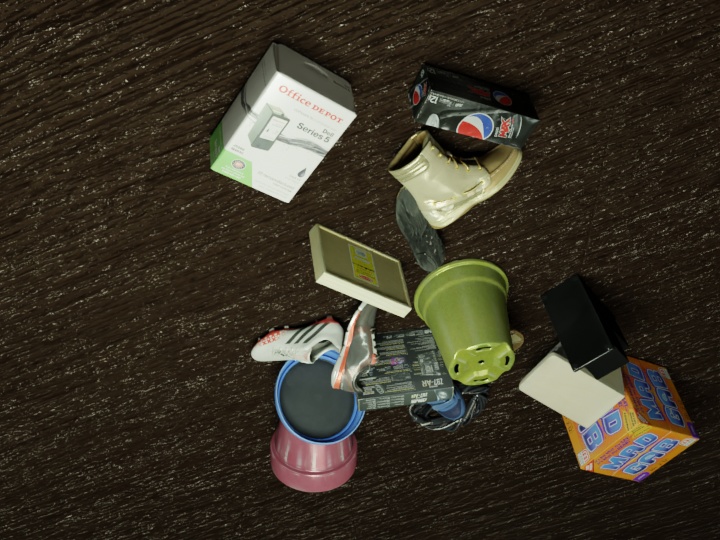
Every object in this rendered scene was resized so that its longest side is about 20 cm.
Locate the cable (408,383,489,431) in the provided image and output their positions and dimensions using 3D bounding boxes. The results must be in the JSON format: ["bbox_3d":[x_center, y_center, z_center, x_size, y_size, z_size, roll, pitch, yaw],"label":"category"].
[{"bbox_3d":[0.222,0.326,1.871,0.198,0.051,0.163,-27,133,14],"label":"cable"}]

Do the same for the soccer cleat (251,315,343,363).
[{"bbox_3d":[-0.128,0.155,1.598,0.198,0.086,0.069,-16,137,5],"label":"soccer cleat"}]

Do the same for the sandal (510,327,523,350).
[{"bbox_3d":[0.257,0.156,1.708,0.199,0.054,0.080,-25,131,36],"label":"sandal"}]

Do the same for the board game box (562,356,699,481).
[{"bbox_3d":[0.623,0.346,1.865,0.198,0.201,0.201,17,131,-26],"label":"board game box"}]

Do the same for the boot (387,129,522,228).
[{"bbox_3d":[0.159,-0.182,1.318,0.199,0.073,0.156,-36,123,12],"label":"boot"}]

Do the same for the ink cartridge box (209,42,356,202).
[{"bbox_3d":[-0.121,-0.221,1.210,0.144,0.085,0.200,22,128,-30],"label":"ink cartridge box"}]

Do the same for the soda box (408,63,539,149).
[{"bbox_3d":[0.178,-0.256,1.244,0.198,0.071,0.064,10,136,-21],"label":"soda box"}]

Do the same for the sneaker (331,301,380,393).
[{"bbox_3d":[0.009,0.149,1.568,0.081,0.077,0.202,20,94,12],"label":"sneaker"}]

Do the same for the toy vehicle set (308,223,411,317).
[{"bbox_3d":[0.000,0.000,1.435,0.198,0.125,0.027,23,128,-30],"label":"toy vehicle set"}]

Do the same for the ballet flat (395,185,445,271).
[{"bbox_3d":[0.109,-0.082,1.440,0.066,0.057,0.201,3,137,26],"label":"ballet flat"}]

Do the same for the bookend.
[{"bbox_3d":[0.485,0.147,1.631,0.092,0.200,0.200,-34,133,21],"label":"bookend"}]

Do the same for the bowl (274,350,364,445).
[{"bbox_3d":[-0.085,0.262,1.645,0.198,0.203,0.039,8,158,-19],"label":"bowl"}]

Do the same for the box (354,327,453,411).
[{"bbox_3d":[0.080,0.200,1.634,0.197,0.161,0.044,-7,138,-5],"label":"box"}]

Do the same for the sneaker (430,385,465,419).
[{"bbox_3d":[0.170,0.268,1.748,0.073,0.083,0.201,-30,116,13],"label":"sneaker"}]

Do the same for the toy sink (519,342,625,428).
[{"bbox_3d":[0.467,0.235,1.767,0.198,0.113,0.131,29,126,-11],"label":"toy sink"}]

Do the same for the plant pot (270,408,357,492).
[{"bbox_3d":[-0.102,0.355,1.749,0.197,0.201,0.181,-2,121,-9],"label":"plant pot"}]

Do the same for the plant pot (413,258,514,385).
[{"bbox_3d":[0.217,0.114,1.554,0.197,0.186,0.202,-5,137,-5],"label":"plant pot"}]
